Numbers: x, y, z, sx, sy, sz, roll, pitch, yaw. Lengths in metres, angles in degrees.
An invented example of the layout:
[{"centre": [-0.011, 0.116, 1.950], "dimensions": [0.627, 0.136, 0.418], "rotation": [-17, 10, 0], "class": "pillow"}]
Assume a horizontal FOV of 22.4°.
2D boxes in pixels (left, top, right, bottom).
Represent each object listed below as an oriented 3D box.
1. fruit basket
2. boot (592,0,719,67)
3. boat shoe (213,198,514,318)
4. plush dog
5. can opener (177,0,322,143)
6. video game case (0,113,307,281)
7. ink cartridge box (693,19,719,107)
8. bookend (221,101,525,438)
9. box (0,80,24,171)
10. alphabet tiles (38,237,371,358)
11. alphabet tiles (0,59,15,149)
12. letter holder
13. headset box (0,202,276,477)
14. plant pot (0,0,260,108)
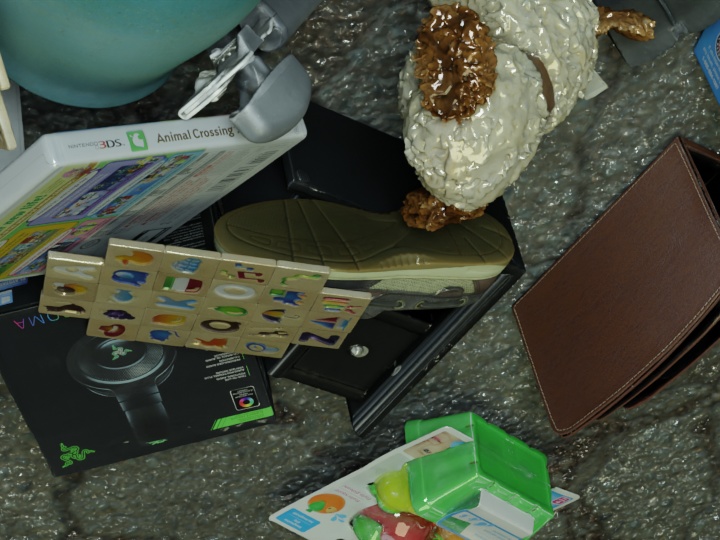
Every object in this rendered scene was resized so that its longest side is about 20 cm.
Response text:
[{"centre": [0.056, 0.205, 1.519], "dimensions": [0.199, 0.094, 0.185], "rotation": [-35, 134, 26], "class": "fruit basket"}, {"centre": [0.195, -0.228, 1.108], "dimensions": [0.164, 0.066, 0.200], "rotation": [-20, 135, 19], "class": "boot"}, {"centre": [0.000, -0.001, 1.158], "dimensions": [0.199, 0.072, 0.066], "rotation": [-1, 130, -21], "class": "boat shoe"}, {"centre": [0.079, -0.111, 1.093], "dimensions": [0.159, 0.172, 0.201], "rotation": [16, 142, 17], "class": "plush dog"}, {"centre": [-0.052, -0.123, 1.056], "dimensions": [0.053, 0.200, 0.067], "rotation": [-38, 100, 24], "class": "can opener"}, {"centre": [-0.156, -0.039, 1.055], "dimensions": [0.181, 0.022, 0.199], "rotation": [-11, 167, -44], "class": "video game case"}, {"centre": [0.304, -0.166, 1.147], "dimensions": [0.083, 0.146, 0.201], "rotation": [4, 135, -18], "class": "ink cartridge box"}, {"centre": [-0.026, 0.000, 1.274], "dimensions": [0.199, 0.093, 0.199], "rotation": [21, 128, -32], "class": "bookend"}, {"centre": [-0.324, -0.060, 1.115], "dimensions": [0.198, 0.107, 0.153], "rotation": [12, 132, -26], "class": "box"}, {"centre": [-0.099, 0.020, 1.136], "dimensions": [0.198, 0.006, 0.167], "rotation": [7, 158, -10], "class": "alphabet tiles"}, {"centre": [-0.223, -0.163, 0.960], "dimensions": [0.006, 0.166, 0.202], "rotation": [-19, 104, -18], "class": "alphabet tiles"}, {"centre": [0.224, 0.030, 1.338], "dimensions": [0.100, 0.143, 0.200], "rotation": [19, 128, -32], "class": "letter holder"}, {"centre": [-0.164, 0.044, 1.282], "dimensions": [0.172, 0.093, 0.201], "rotation": [-14, 139, 0], "class": "headset box"}, {"centre": [-0.131, -0.191, 0.975], "dimensions": [0.198, 0.202, 0.188], "rotation": [8, 148, -23], "class": "plant pot"}]
